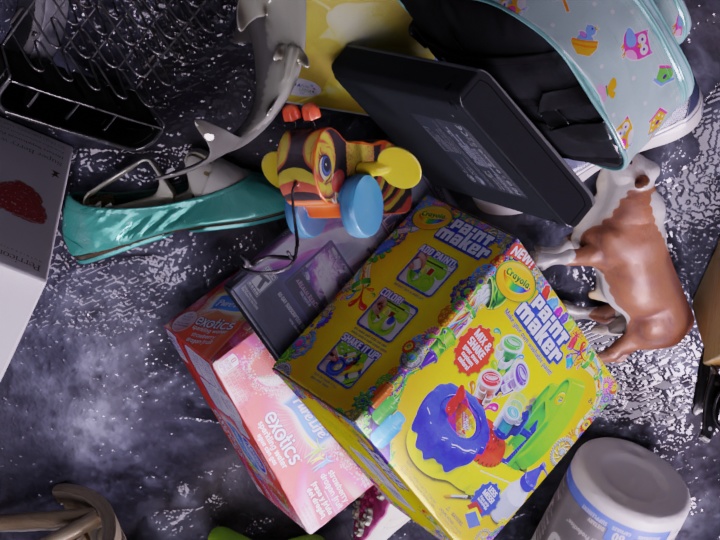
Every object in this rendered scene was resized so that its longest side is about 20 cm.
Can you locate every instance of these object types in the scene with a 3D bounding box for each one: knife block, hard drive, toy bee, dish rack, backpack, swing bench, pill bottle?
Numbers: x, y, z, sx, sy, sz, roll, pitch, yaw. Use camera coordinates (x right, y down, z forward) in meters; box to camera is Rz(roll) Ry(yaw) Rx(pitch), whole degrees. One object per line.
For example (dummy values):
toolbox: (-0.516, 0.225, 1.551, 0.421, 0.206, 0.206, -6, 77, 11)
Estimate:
knife block: (0.329, 0.045, 1.526, 0.063, 0.176, 0.201, 12, 122, -10)
hard drive: (0.070, -0.101, 1.370, 0.033, 0.200, 0.140, -50, 118, -10)
toy bee: (-0.019, -0.075, 1.392, 0.130, 0.200, 0.110, -4, 103, 10)
dish rack: (-0.173, -0.190, 1.397, 0.153, 0.055, 0.200, 14, 126, -46)
backpack: (0.144, -0.167, 1.323, 0.153, 0.200, 0.176, -39, 121, -6)
swing bench: (-0.281, 0.314, 1.714, 0.198, 0.130, 0.200, -16, 122, 2)
pill bottle: (0.209, 0.261, 1.700, 0.113, 0.114, 0.201, 15, 121, -11)

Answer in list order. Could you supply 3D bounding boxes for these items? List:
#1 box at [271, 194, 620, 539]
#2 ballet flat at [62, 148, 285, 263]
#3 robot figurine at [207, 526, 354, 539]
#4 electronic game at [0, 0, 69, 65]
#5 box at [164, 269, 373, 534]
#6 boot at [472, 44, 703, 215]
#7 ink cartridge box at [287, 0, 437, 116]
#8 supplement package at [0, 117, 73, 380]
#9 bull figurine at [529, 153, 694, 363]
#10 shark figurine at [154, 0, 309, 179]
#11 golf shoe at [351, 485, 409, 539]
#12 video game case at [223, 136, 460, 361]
box: (0.071, 0.086, 1.505, 0.193, 0.122, 0.200, -48, 129, -11)
ballet flat: (-0.148, -0.060, 1.511, 0.198, 0.067, 0.071, -13, 109, 4)
robot figurine: (-0.083, 0.313, 1.722, 0.199, 0.116, 0.177, -18, 106, 11)
electronic game: (-0.319, -0.209, 1.409, 0.198, 0.042, 0.202, -3, 112, -8)
box: (-0.069, 0.109, 1.582, 0.095, 0.100, 0.201, -36, 122, -15)
boot: (0.167, -0.121, 1.467, 0.199, 0.073, 0.091, -27, 138, 5)
ink cartridge box: (0.040, -0.209, 1.431, 0.196, 0.047, 0.201, 9, 124, -7)
supplement package: (-0.305, -0.023, 1.447, 0.121, 0.201, 0.120, 22, 120, -16)
bull figurine: (0.211, -0.007, 1.555, 0.121, 0.065, 0.201, -18, 121, 13)
shark figurine: (-0.080, -0.162, 1.380, 0.127, 0.216, 0.089, 15, 167, -35)
golf shoe: (0.061, 0.182, 1.669, 0.091, 0.076, 0.201, 21, 121, -19)
video game case: (0.000, 0.000, 1.518, 0.200, 0.019, 0.143, -42, 120, -14)
